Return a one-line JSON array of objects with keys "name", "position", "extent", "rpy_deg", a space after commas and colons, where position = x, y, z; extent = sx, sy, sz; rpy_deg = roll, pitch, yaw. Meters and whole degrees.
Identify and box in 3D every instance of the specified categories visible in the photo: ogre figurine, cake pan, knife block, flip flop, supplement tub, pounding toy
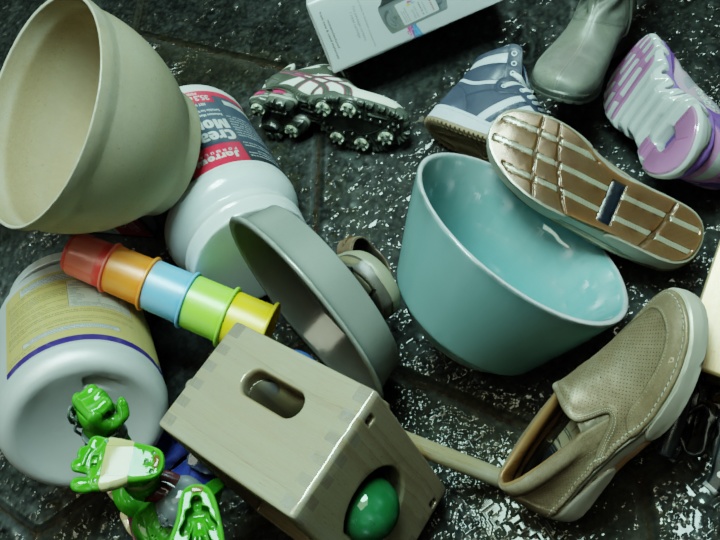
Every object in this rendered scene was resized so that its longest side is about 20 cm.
[{"name": "ogre figurine", "position": [-0.140, 0.185, 0.601], "extent": [0.197, 0.121, 0.099], "rpy_deg": [25, 57, 13]}, {"name": "cake pan", "position": [-0.037, 0.025, 0.697], "extent": [0.037, 0.202, 0.200], "rpy_deg": [-39, 55, -14]}, {"name": "knife block", "position": [0.269, 0.050, 0.581], "extent": [0.063, 0.203, 0.175], "rpy_deg": [18, 39, 28]}, {"name": "flip flop", "position": [0.000, 0.000, 0.722], "extent": [0.058, 0.200, 0.081], "rpy_deg": [-44, 99, -11]}, {"name": "supplement tub", "position": [-0.147, -0.080, 0.834], "extent": [0.139, 0.141, 0.201], "rpy_deg": [-34, 55, -1]}, {"name": "pounding toy", "position": [-0.010, 0.144, 0.638], "extent": [0.198, 0.185, 0.143], "rpy_deg": [20, 64, 40]}, {"name": "supplement tub", "position": [-0.264, 0.083, 0.763], "extent": [0.144, 0.146, 0.200], "rpy_deg": [-35, 37, -1]}]

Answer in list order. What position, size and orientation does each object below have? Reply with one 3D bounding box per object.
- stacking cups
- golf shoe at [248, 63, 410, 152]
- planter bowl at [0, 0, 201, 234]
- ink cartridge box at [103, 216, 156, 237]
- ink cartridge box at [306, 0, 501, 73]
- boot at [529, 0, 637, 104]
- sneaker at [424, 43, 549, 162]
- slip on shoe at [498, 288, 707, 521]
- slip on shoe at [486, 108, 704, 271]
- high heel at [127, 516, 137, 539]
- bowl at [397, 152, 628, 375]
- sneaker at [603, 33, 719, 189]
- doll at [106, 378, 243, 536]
[{"name": "stacking cups", "position": [-0.173, 0.023, 0.739], "extent": [0.197, 0.061, 0.061], "rpy_deg": [21, 68, 4]}, {"name": "golf shoe", "position": [-0.028, -0.189, 0.892], "extent": [0.197, 0.078, 0.089], "rpy_deg": [14, 60, 27]}, {"name": "planter bowl", "position": [-0.229, -0.122, 0.731], "extent": [0.198, 0.134, 0.205], "rpy_deg": [-12, 72, 39]}, {"name": "ink cartridge box", "position": [-0.335, -0.115, 0.925], "extent": [0.196, 0.145, 0.085], "rpy_deg": [6, 64, 24]}, {"name": "ink cartridge box", "position": [0.043, -0.314, 0.901], "extent": [0.197, 0.086, 0.149], "rpy_deg": [-22, 31, 10]}, {"name": "boot", "position": [0.217, -0.249, 0.754], "extent": [0.067, 0.132, 0.200], "rpy_deg": [22, 46, 20]}, {"name": "sneaker", "position": [0.165, -0.149, 0.794], "extent": [0.198, 0.070, 0.109], "rpy_deg": [30, 77, 35]}, {"name": "slip on shoe", "position": [0.170, 0.096, 0.588], "extent": [0.077, 0.060, 0.202], "rpy_deg": [-96, 30, -57]}, {"name": "slip on shoe", "position": [0.193, -0.065, 0.697], "extent": [0.198, 0.061, 0.077], "rpy_deg": [29, 82, 7]}, {"name": "high heel", "position": [-0.113, 0.234, 0.671], "extent": [0.096, 0.067, 0.201], "rpy_deg": [-38, 79, 6]}, {"name": "bowl", "position": [0.108, 0.006, 0.674], "extent": [0.106, 0.198, 0.202], "rpy_deg": [-56, 48, 32]}, {"name": "sneaker", "position": [0.287, -0.139, 0.742], "extent": [0.081, 0.087, 0.202], "rpy_deg": [-58, 22, 36]}, {"name": "doll", "position": [-0.138, 0.157, 0.750], "extent": [0.199, 0.049, 0.137], "rpy_deg": [-42, 58, -2]}]
